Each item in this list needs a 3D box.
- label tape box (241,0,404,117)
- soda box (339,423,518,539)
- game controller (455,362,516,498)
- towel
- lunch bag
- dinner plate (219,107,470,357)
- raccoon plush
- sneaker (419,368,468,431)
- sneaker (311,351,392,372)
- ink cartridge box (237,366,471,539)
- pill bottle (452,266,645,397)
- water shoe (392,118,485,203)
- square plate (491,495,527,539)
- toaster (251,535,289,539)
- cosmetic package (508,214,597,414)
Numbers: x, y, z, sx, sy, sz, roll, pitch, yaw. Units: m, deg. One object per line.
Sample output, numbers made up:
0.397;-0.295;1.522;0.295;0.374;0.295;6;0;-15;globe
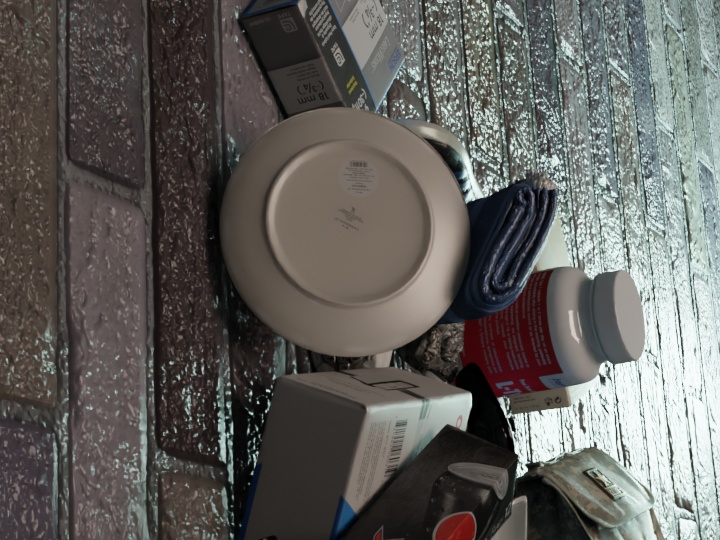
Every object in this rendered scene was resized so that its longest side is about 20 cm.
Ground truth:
-0.017;-0.175;1.453;0.201;0.063;0.145;64;31;-27;label tape box
0.041;0.201;1.217;0.200;0.070;0.064;-42;145;-44;soda box
0.116;0.177;1.517;0.201;0.042;0.105;85;-7;-46;game controller
0.098;-0.007;1.361;0.048;0.200;0.113;30;77;-12;towel
0.236;0.280;1.688;0.163;0.117;0.202;-8;79;-60;lunch bag
-0.009;-0.034;1.272;0.024;0.197;0.203;121;-32;-70;dinner plate
0.098;0.007;1.478;0.096;0.199;0.135;23;39;-44;raccoon plush
0.058;0.185;1.474;0.079;0.074;0.202;-25;120;-20;sneaker
0.000;0.000;1.417;0.099;0.077;0.203;14;81;-71;sneaker
0.000;0.158;1.288;0.199;0.083;0.148;4;101;-64;ink cartridge box
0.164;0.059;1.570;0.112;0.198;0.114;32;52;-54;pill bottle
0.072;-0.072;1.574;0.200;0.071;0.080;45;51;-53;water shoe
0.055;0.295;1.319;0.197;0.028;0.202;-24;126;-34;square plate
-0.075;0.263;1.100;0.201;0.128;0.114;63;30;-30;toaster
0.186;0.041;1.762;0.105;0.070;0.203;-28;105;-62;cosmetic package
